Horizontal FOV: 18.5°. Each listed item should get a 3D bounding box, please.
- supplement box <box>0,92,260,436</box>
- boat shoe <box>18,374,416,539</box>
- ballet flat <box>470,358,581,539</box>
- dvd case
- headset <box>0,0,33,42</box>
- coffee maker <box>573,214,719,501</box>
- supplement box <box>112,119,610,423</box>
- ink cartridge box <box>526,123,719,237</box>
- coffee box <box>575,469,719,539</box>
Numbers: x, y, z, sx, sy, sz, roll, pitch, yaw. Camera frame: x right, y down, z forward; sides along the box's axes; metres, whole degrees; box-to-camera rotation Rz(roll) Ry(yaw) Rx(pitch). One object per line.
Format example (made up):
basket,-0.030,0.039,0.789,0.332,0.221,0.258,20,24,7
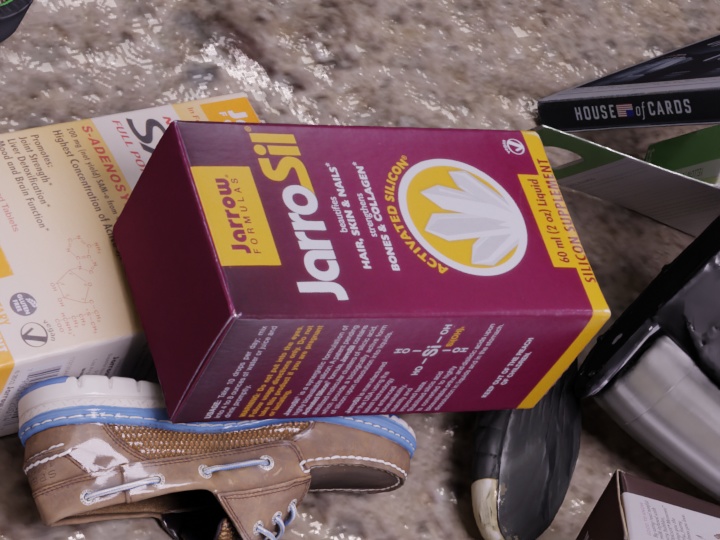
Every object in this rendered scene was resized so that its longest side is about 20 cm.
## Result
supplement box,-0.123,-0.005,1.073,0.199,0.074,0.127,-14,62,-34
boat shoe,-0.065,0.098,1.031,0.198,0.072,0.073,6,68,-24
ballet flat,0.080,0.060,1.150,0.066,0.056,0.201,47,39,-37
dvd case,0.224,-0.118,1.300,0.199,0.150,0.025,-23,104,-37
headset,-0.248,-0.173,1.132,0.199,0.094,0.124,-11,59,-46
coffee maker,0.236,0.062,1.104,0.200,0.192,0.135,43,37,-1
supplement box,0.000,0.000,1.024,0.199,0.086,0.111,0,55,-30
ink cartridge box,0.177,-0.056,1.219,0.199,0.145,0.048,22,83,-10
coffee box,0.188,0.187,1.038,0.199,0.114,0.080,20,31,-11
